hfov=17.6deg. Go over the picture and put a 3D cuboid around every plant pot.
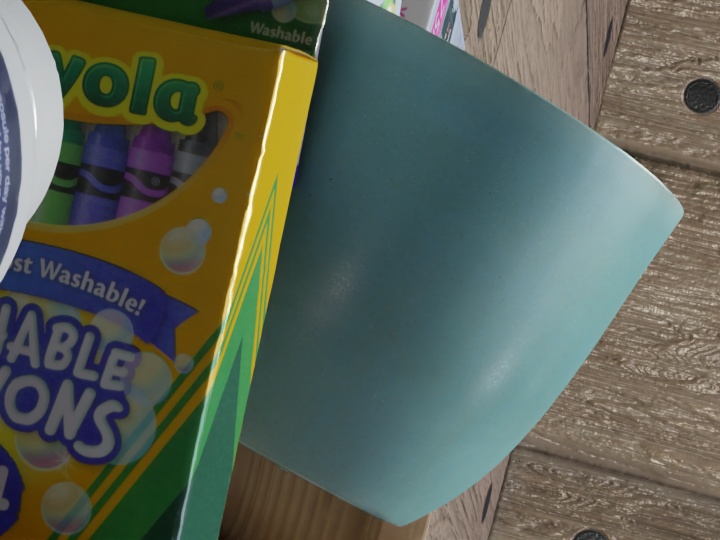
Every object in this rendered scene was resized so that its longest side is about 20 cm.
[{"bbox_3d":[0.000,0.000,0.903,0.162,0.200,0.201,-60,169,-3],"label":"plant pot"},{"bbox_3d":[-0.028,0.082,1.153,0.201,0.092,0.203,-170,-90,-77],"label":"plant pot"}]

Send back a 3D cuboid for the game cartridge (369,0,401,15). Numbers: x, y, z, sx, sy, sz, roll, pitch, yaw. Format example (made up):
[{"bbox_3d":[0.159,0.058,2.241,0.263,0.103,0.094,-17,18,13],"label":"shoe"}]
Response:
[{"bbox_3d":[-0.020,-0.074,1.069,0.133,0.040,0.201,-49,151,-56],"label":"game cartridge"}]

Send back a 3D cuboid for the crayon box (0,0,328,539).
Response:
[{"bbox_3d":[-0.090,-0.010,0.682,0.052,0.125,0.202,-3,105,-79],"label":"crayon box"}]

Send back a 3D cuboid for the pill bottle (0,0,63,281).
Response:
[{"bbox_3d":[-0.132,-0.021,0.473,0.200,0.110,0.112,-40,142,-73],"label":"pill bottle"}]

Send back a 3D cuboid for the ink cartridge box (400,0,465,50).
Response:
[{"bbox_3d":[0.034,-0.114,1.486,0.200,0.042,0.120,80,26,-70],"label":"ink cartridge box"}]

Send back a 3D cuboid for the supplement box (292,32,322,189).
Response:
[{"bbox_3d":[-0.061,-0.128,0.760,0.103,0.100,0.202,-38,141,-74],"label":"supplement box"}]
